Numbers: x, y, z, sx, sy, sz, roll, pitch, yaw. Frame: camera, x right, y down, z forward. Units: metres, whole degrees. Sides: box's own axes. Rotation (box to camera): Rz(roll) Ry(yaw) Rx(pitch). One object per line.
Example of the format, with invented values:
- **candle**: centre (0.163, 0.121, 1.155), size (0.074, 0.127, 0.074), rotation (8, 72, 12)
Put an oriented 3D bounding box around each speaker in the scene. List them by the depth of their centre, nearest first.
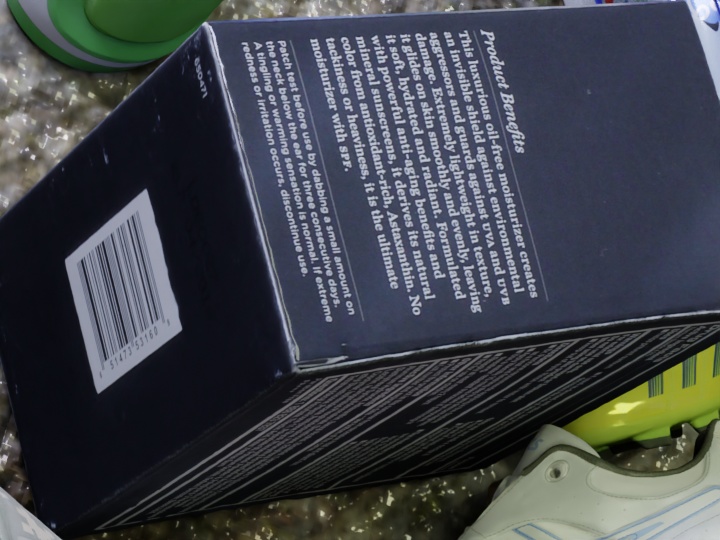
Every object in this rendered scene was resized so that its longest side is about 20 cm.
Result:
- **speaker**: centre (-0.058, -0.142, 0.977), size (0.088, 0.200, 0.089), rotation (12, 65, -26)

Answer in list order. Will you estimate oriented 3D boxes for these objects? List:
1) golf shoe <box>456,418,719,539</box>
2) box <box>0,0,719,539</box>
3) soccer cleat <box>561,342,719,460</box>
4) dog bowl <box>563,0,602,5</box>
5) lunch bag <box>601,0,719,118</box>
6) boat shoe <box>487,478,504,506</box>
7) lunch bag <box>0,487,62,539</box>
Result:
- **golf shoe**: centre (0.057, 0.108, 0.994), size (0.199, 0.078, 0.098), rotation (-9, 78, -7)
- **box**: centre (0.000, 0.000, 0.956), size (0.197, 0.200, 0.124), rotation (-5, 73, -33)
- **soccer cleat**: centre (0.135, 0.015, 1.108), size (0.200, 0.065, 0.084), rotation (-28, 100, -41)
- **dog bowl**: centre (0.186, -0.140, 1.196), size (0.199, 0.079, 0.201), rotation (12, 65, -26)
- **lunch bag**: centre (0.136, -0.094, 1.021), size (0.075, 0.160, 0.201), rotation (-15, 77, -2)
- **boat shoe**: centre (0.147, 0.117, 1.055), size (0.199, 0.072, 0.072), rotation (2, 85, -9)
- **lunch bag**: centre (-0.093, 0.163, 0.853), size (0.164, 0.117, 0.201), rotation (42, 20, -43)
